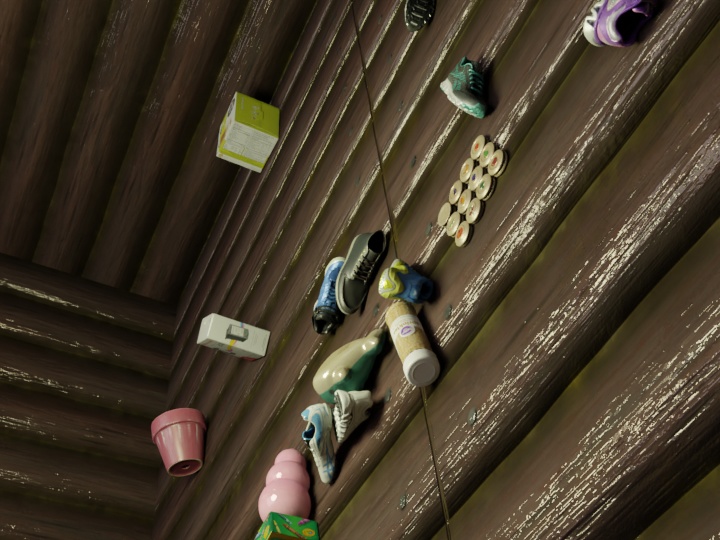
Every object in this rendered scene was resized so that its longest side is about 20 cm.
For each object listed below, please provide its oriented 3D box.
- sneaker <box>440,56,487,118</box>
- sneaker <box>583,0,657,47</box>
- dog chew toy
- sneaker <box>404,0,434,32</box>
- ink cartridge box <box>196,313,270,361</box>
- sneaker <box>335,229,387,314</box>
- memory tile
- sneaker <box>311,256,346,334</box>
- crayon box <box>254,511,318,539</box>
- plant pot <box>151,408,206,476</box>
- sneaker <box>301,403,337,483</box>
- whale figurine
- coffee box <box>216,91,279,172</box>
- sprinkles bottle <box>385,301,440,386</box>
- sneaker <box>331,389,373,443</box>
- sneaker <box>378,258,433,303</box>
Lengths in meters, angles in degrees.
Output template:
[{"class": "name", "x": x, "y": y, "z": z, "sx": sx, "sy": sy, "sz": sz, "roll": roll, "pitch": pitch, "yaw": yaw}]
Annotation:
[{"class": "sneaker", "x": 0.223, "y": -0.384, "z": 1.739, "sx": 0.092, "sy": 0.076, "sz": 0.201, "roll": -59, "pitch": 26, "yaw": 22}, {"class": "sneaker", "x": 0.418, "y": -0.426, "z": 1.276, "sx": 0.204, "sy": 0.079, "sz": 0.089, "roll": -68, "pitch": 27, "yaw": 24}, {"class": "dog chew toy", "x": -0.171, "y": 0.507, "z": 1.979, "sx": 0.125, "sy": 0.122, "sz": 0.202, "roll": -56, "pitch": 18, "yaw": 36}, {"class": "sneaker", "x": 0.151, "y": -0.690, "z": 2.182, "sx": 0.080, "sy": 0.072, "sz": 0.204, "roll": 127, "pitch": 159, "yaw": -60}, {"class": "ink cartridge box", "x": -0.403, "y": 0.213, "z": 2.680, "sx": 0.147, "sy": 0.196, "sz": 0.088, "roll": -26, "pitch": 49, "yaw": 62}, {"class": "sneaker", "x": 0.000, "y": 0.000, "z": 1.992, "sx": 0.106, "sy": 0.073, "sz": 0.205, "roll": 157, "pitch": 128, "yaw": -66}, {"class": "memory tile", "x": 0.216, "y": -0.157, "z": 1.652, "sx": 0.203, "sy": 0.016, "sz": 0.154, "roll": -66, "pitch": 21, "yaw": 18}, {"class": "sneaker", "x": -0.070, "y": 0.072, "z": 2.109, "sx": 0.112, "sy": 0.075, "sz": 0.202, "roll": -91, "pitch": 23, "yaw": -53}, {"class": "crayon box", "x": -0.186, "y": 0.640, "z": 1.899, "sx": 0.202, "sy": 0.116, "sz": 0.059, "roll": -61, "pitch": 23, "yaw": 25}, {"class": "plant pot", "x": -0.632, "y": 0.615, "z": 2.989, "sx": 0.201, "sy": 0.196, "sz": 0.182, "roll": -54, "pitch": 43, "yaw": 38}, {"class": "sneaker", "x": -0.092, "y": 0.381, "z": 1.854, "sx": 0.072, "sy": 0.071, "sz": 0.205, "roll": -123, "pitch": 25, "yaw": -62}, {"class": "whale figurine", "x": -0.011, "y": 0.215, "z": 1.849, "sx": 0.199, "sy": 0.104, "sz": 0.159, "roll": -40, "pitch": 6, "yaw": 18}, {"class": "coffee box", "x": -0.453, "y": -0.560, "z": 3.425, "sx": 0.199, "sy": 0.196, "sz": 0.203, "roll": -54, "pitch": 28, "yaw": 38}, {"class": "sprinkles bottle", "x": 0.099, "y": 0.140, "z": 1.641, "sx": 0.069, "sy": 0.067, "sz": 0.201, "roll": -63, "pitch": 22, "yaw": 22}, {"class": "sneaker", "x": -0.019, "y": 0.312, "z": 1.810, "sx": 0.201, "sy": 0.079, "sz": 0.077, "roll": 107, "pitch": 149, "yaw": -60}, {"class": "sneaker", "x": 0.100, "y": 0.032, "z": 1.735, "sx": 0.200, "sy": 0.103, "sz": 0.077, "roll": -38, "pitch": -34, "yaw": -74}]
